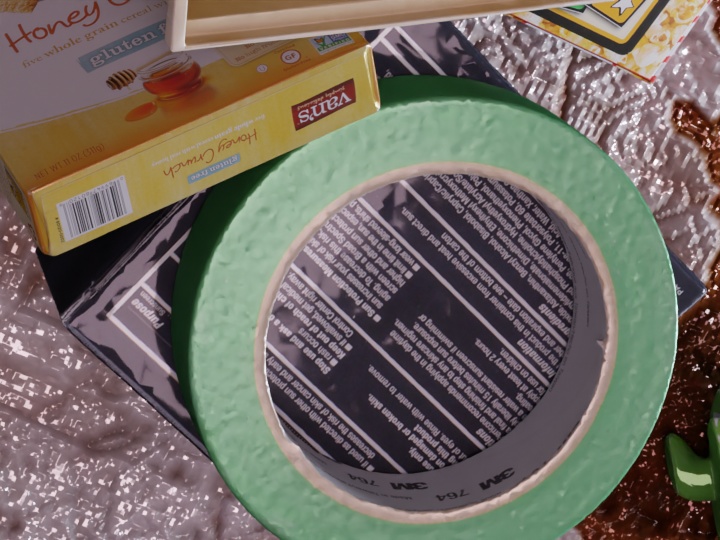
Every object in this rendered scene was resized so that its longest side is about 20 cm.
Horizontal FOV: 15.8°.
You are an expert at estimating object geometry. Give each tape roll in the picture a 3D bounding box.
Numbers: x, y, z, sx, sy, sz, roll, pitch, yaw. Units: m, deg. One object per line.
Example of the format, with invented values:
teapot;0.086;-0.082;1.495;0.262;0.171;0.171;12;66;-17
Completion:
tape roll;0.026;0.024;1.039;0.200;0.048;0.201;-4;106;-13

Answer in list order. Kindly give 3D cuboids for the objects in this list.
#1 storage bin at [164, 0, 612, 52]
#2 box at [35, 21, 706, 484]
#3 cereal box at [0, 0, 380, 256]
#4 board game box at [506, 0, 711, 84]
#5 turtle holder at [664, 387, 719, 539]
storage bin;0.017;-0.198;0.943;0.198;0.094;0.201;-8;126;-20
box;0.000;0.000;1.115;0.198;0.123;0.200;-45;110;1
cereal box;-0.101;-0.102;1.019;0.144;0.200;0.040;-26;137;-15
board game box;0.085;-0.180;1.080;0.200;0.046;0.152;22;115;-33
turtle holder;0.227;0.131;1.181;0.131;0.141;0.186;-11;63;-8
